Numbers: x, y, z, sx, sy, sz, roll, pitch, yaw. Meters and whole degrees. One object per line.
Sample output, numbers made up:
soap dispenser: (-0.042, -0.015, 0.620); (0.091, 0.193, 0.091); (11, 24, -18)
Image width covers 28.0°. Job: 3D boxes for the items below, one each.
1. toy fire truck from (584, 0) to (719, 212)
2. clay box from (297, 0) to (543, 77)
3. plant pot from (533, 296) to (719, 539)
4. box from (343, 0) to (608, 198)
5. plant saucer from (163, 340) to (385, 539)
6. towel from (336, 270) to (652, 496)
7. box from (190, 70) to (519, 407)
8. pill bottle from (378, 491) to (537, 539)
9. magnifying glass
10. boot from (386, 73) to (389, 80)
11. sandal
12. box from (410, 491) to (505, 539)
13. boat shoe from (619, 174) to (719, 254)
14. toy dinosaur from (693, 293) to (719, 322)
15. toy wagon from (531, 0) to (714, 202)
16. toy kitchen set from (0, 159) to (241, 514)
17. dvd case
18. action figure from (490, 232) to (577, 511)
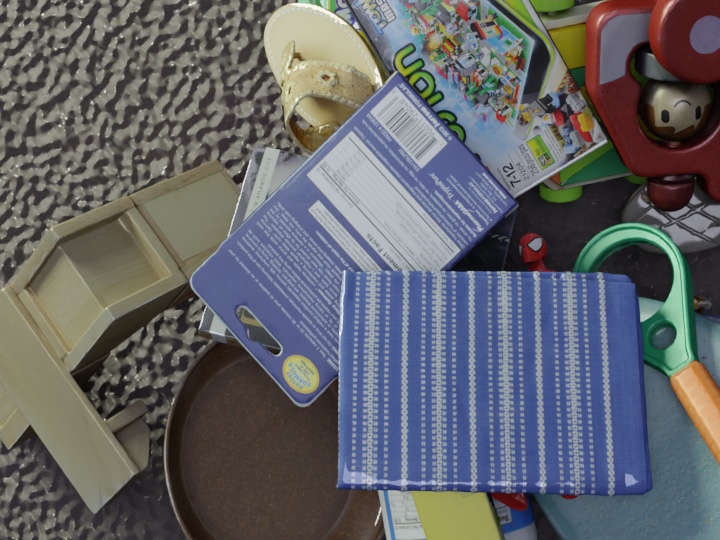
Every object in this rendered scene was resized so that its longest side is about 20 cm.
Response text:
toy fire truck: (0.251, -0.123, 0.977); (0.197, 0.112, 0.170); (-6, 111, -5)
clay box: (0.048, -0.180, 1.094); (0.197, 0.048, 0.117); (0, 87, 3)
plant pot: (0.216, 0.131, 1.006); (0.197, 0.196, 0.200); (-47, 64, 2)
box: (0.074, -0.148, 0.986); (0.109, 0.035, 0.201); (-31, 101, 10)
plant saucer: (-0.060, 0.137, 1.061); (0.198, 0.036, 0.204); (7, 76, -32)
towel: (0.084, 0.069, 0.908); (0.197, 0.024, 0.147); (2, 67, -4)
box: (-0.006, -0.019, 0.967); (0.200, 0.032, 0.121); (-43, 90, 2)
pill bottle: (0.068, 0.162, 1.051); (0.111, 0.112, 0.203); (-10, 88, 4)
magnifying glass: (0.200, 0.050, 0.931); (0.079, 0.022, 0.201); (-35, 50, 12)
boot: (0.100, -0.211, 1.037); (0.142, 0.072, 0.203); (16, 87, 0)
sandal: (-0.018, -0.109, 1.006); (0.078, 0.069, 0.213); (-46, 69, 29)
box: (0.071, 0.181, 0.955); (0.049, 0.075, 0.203); (-17, 98, 4)
boat shoe: (0.279, -0.071, 1.061); (0.198, 0.073, 0.075); (-28, 90, -2)
toy dinosaur: (0.313, 0.060, 1.043); (0.179, 0.105, 0.203); (-7, 93, 14)
toy wagon: (0.196, -0.136, 1.050); (0.197, 0.040, 0.157); (-12, 116, -9)
toy kitchen set: (-0.167, 0.060, 1.094); (0.164, 0.180, 0.200); (53, 132, 7)
dvd case: (0.000, 0.000, 1.020); (0.197, 0.016, 0.151); (13, 68, 6)
action figure: (0.117, 0.058, 0.974); (0.065, 0.052, 0.202); (-23, 44, 32)
